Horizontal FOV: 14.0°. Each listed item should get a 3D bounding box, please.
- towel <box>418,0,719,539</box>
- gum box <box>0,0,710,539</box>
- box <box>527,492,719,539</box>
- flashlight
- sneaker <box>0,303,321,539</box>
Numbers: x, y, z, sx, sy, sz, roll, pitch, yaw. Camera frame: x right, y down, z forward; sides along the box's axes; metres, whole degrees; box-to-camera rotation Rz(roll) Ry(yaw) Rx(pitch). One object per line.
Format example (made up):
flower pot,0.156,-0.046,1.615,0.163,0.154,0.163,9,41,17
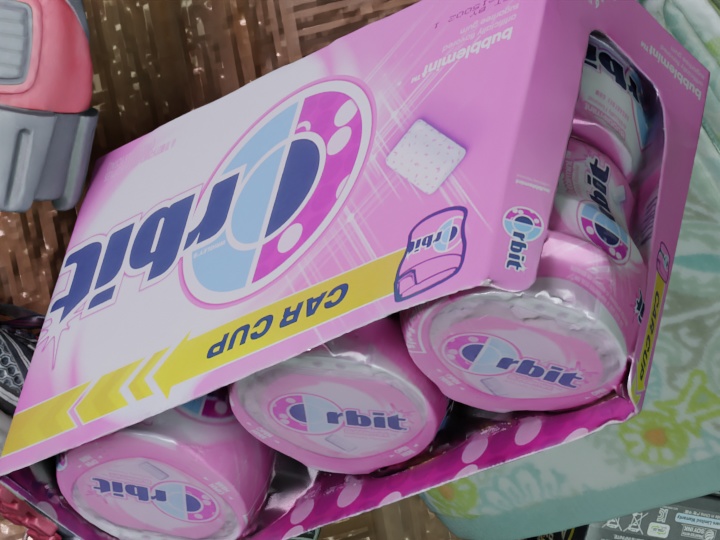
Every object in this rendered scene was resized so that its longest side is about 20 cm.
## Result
towel,0.059,-0.003,0.880,0.171,0.199,0.048,54,42,-21
gum box,0.000,0.000,0.789,0.066,0.199,0.114,38,48,-30
box,0.142,0.152,1.011,0.199,0.049,0.162,10,102,-20
flashlight,-0.094,-0.120,0.846,0.068,0.067,0.201,0,105,-55
sneaker,-0.095,0.040,0.891,0.200,0.080,0.075,38,74,-30
